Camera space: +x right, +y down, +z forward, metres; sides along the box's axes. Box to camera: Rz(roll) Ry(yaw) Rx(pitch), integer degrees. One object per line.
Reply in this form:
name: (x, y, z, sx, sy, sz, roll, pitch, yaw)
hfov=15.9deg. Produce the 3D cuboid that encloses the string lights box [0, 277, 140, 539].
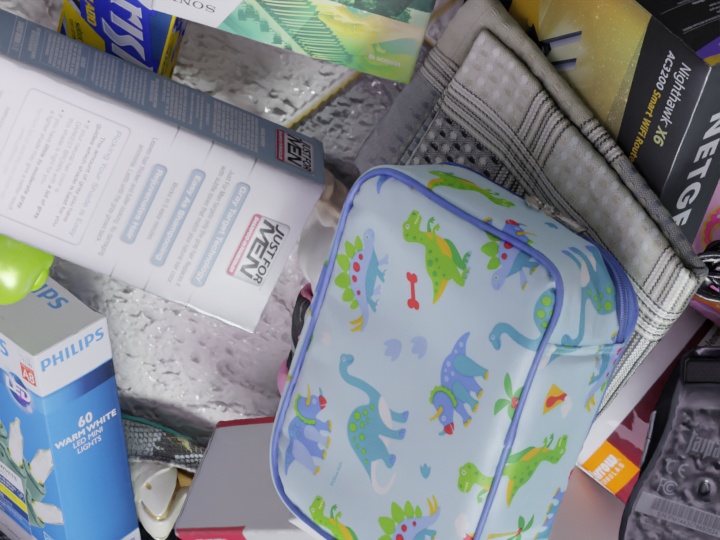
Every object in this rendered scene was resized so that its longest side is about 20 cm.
string lights box: (-0.201, 0.098, 1.651, 0.103, 0.059, 0.201, 32, 141, 39)

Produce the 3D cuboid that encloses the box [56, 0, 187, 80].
box: (-0.131, -0.139, 1.435, 0.064, 0.070, 0.201, 19, 135, 0)

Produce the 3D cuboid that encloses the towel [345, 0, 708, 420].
towel: (0.075, -0.017, 1.346, 0.200, 0.034, 0.193, 53, 142, 18)

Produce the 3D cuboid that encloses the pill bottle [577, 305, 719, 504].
pill bottle: (0.188, 0.092, 1.464, 0.200, 0.113, 0.113, 40, 135, 5)

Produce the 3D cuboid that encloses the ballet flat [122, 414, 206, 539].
ballet flat: (-0.103, 0.150, 1.685, 0.199, 0.072, 0.072, 17, 135, 8)

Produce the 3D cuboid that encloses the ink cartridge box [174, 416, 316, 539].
ink cartridge box: (0.009, 0.169, 1.589, 0.200, 0.086, 0.147, 34, 154, -32)

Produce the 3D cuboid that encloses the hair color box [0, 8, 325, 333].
hair color box: (-0.128, -0.054, 1.404, 0.199, 0.061, 0.099, 22, 114, -12)

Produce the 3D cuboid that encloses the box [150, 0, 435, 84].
box: (-0.019, -0.193, 1.282, 0.143, 0.036, 0.201, 16, 135, -1)

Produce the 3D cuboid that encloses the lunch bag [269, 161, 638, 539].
lunch bag: (0.041, 0.053, 1.303, 0.160, 0.082, 0.201, 30, 111, 36)

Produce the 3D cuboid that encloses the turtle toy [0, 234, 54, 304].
turtle toy: (-0.247, -0.071, 1.507, 0.145, 0.101, 0.201, -26, 87, 38)

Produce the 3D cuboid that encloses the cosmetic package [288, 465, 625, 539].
cosmetic package: (0.068, 0.147, 1.471, 0.107, 0.085, 0.200, -20, 133, 41)

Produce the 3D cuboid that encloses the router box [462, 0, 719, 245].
router box: (0.114, -0.082, 1.336, 0.157, 0.052, 0.201, 44, 138, 28)

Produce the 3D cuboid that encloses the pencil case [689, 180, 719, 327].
pencil case: (0.238, 0.016, 1.413, 0.200, 0.088, 0.087, 37, 134, -12)

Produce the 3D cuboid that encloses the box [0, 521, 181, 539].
box: (-0.211, 0.213, 1.722, 0.199, 0.158, 0.051, 11, 113, 15)

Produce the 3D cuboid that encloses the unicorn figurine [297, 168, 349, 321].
unicorn figurine: (0.000, 0.000, 1.486, 0.198, 0.074, 0.139, 2, 90, 10)

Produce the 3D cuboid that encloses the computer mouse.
computer mouse: (0.219, 0.088, 1.377, 0.139, 0.046, 0.202, 12, 103, 0)

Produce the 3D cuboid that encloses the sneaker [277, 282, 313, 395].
sneaker: (0.045, 0.052, 1.539, 0.198, 0.079, 0.096, 10, 122, 13)
